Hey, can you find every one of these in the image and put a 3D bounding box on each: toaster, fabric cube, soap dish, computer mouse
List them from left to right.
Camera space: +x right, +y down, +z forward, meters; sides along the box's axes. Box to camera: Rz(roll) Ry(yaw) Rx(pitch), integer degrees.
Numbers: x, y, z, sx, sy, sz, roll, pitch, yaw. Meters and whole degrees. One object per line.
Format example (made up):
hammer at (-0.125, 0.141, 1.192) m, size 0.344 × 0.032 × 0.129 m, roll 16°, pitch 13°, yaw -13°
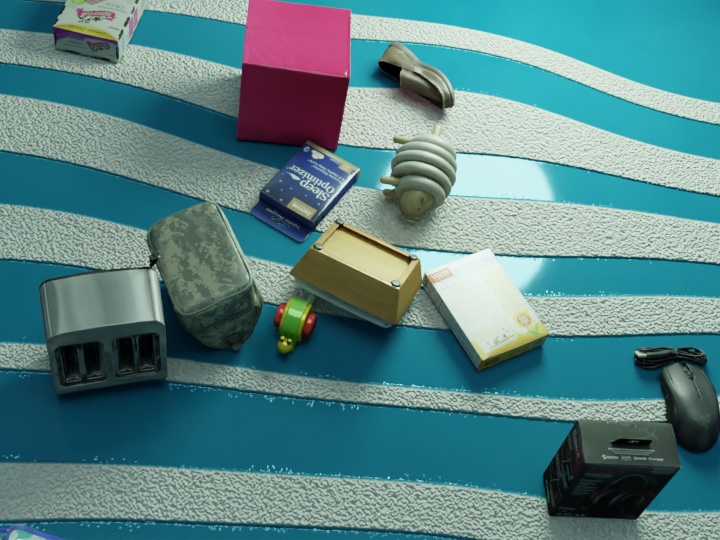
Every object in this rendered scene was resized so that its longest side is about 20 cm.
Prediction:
toaster at (-0.383, 0.087, 1.506) m, size 0.179 × 0.201 × 0.119 m, roll -8°, pitch 50°, yaw -16°
fabric cube at (-0.128, -0.375, 1.900) m, size 0.197 × 0.197 × 0.202 m, roll 5°, pitch 52°, yaw -6°
soap dish at (0.000, 0.000, 1.685) m, size 0.199 × 0.082 × 0.157 m, roll 25°, pitch 31°, yaw 9°
computer mouse at (0.549, 0.204, 1.676) m, size 0.137 × 0.053 × 0.202 m, roll 1°, pitch 53°, yaw -10°

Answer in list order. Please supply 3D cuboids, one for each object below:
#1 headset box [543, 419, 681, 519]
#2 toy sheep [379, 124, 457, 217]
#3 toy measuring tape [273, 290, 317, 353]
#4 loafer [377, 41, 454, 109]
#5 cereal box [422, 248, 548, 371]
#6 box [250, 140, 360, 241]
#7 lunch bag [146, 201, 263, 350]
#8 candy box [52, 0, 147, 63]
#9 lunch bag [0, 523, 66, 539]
headset box at (0.373, 0.293, 1.484) m, size 0.147 × 0.201 × 0.076 m, roll 4°, pitch 52°, yaw -8°
toy sheep at (0.115, -0.188, 1.847) m, size 0.136 × 0.138 × 0.202 m, roll 16°, pitch 70°, yaw 2°
toy measuring tape at (-0.095, 0.052, 1.664) m, size 0.073 × 0.074 × 0.201 m, roll 19°, pitch 53°, yaw 5°
loafer at (0.111, -0.386, 2.040) m, size 0.071 × 0.073 × 0.200 m, roll -38°, pitch 62°, yaw -20°
cereal box at (0.214, 0.064, 1.730) m, size 0.143 × 0.040 × 0.201 m, roll -18°, pitch 58°, yaw -22°
box at (-0.101, -0.148, 1.839) m, size 0.120 × 0.033 × 0.200 m, roll 29°, pitch 55°, yaw 12°
lunch bag at (-0.246, 0.014, 1.605) m, size 0.138 × 0.168 × 0.201 m, roll -24°, pitch 61°, yaw -11°
candy box at (-0.525, -0.521, 2.025) m, size 0.135 × 0.061 × 0.201 m, roll 12°, pitch 53°, yaw -2°
lunch bag at (-0.476, 0.427, 1.287) m, size 0.198 × 0.128 × 0.171 m, roll 9°, pitch 49°, yaw -20°
